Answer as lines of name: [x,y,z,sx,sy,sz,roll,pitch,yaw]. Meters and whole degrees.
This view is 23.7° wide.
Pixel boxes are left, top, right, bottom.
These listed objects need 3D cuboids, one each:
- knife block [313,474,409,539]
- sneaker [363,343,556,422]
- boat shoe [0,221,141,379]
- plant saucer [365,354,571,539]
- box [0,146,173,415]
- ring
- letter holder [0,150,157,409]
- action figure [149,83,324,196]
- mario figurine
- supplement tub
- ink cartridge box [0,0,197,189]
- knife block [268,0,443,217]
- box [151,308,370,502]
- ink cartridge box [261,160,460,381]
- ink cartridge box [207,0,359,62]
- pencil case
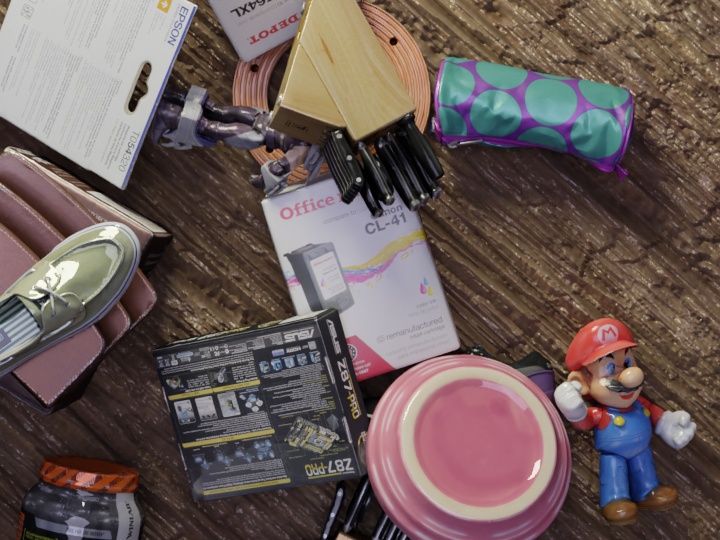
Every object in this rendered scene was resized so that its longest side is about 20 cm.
knife block: [0.008,0.303,1.709,0.175,0.064,0.201,-19,90,2]
sneaker: [0.095,0.119,1.711,0.199,0.076,0.088,0,78,-4]
boat shoe: [-0.267,0.033,1.449,0.200,0.062,0.072,-41,91,-5]
plant saucer: [0.106,0.170,1.619,0.200,0.051,0.201,4,66,-9]
box: [-0.306,0.008,1.660,0.164,0.166,0.200,30,90,-1]
ring: [-0.029,-0.175,1.727,0.200,0.019,0.201,0,90,1]
letter holder: [-0.293,0.000,1.528,0.200,0.101,0.142,45,89,-1]
action figure: [-0.098,-0.136,1.666,0.199,0.130,0.070,11,133,6]
mario figurine: [0.260,0.145,1.676,0.106,0.123,0.201,-12,96,26]
supplement tub: [-0.281,0.289,1.685,0.122,0.123,0.201,10,92,1]
ink cartridge box: [-0.261,-0.209,1.667,0.200,0.043,0.197,31,107,19]
knife block: [0.012,-0.158,1.601,0.175,0.064,0.201,18,73,-10]
box: [-0.094,0.133,1.668,0.199,0.049,0.162,-13,95,29]
ink cartridge box: [0.000,0.000,1.687,0.147,0.086,0.201,-18,98,2]
ink cartridge box: [-0.097,-0.320,1.637,0.146,0.084,0.200,-28,134,2]
pencil case: [0.169,-0.151,1.690,0.199,0.085,0.093,9,75,1]
